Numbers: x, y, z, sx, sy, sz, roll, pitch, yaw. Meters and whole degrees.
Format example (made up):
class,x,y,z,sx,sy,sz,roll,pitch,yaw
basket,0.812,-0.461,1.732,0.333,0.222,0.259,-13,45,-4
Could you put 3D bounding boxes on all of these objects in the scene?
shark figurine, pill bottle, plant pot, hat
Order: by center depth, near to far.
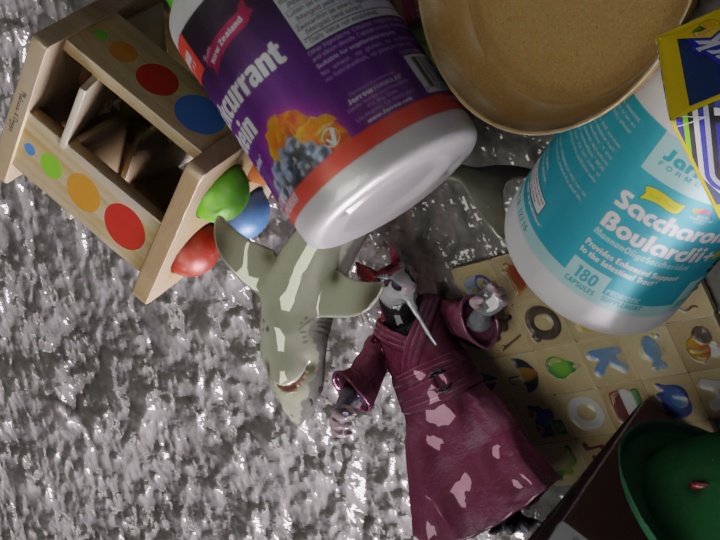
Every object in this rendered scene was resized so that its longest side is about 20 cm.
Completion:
class,x,y,z,sx,sy,sz,roll,pitch,yaw
plant pot,0.101,-0.165,0.750,0.200,0.027,0.201,-4,85,51
pill bottle,0.162,-0.065,0.787,0.111,0.111,0.200,39,135,10
hat,0.262,0.097,0.802,0.200,0.166,0.176,45,121,19
pill bottle,-0.035,-0.122,0.837,0.200,0.111,0.111,56,136,11
shark figurine,0.004,-0.022,0.930,0.214,0.089,0.128,-43,79,20

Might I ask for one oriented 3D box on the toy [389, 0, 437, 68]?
class,x,y,z,sx,sy,sz,roll,pitch,yaw
toy,0.037,-0.147,0.875,0.200,0.047,0.115,-20,103,43

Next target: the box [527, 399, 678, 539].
class,x,y,z,sx,sy,sz,roll,pitch,yaw
box,0.163,0.226,0.933,0.166,0.164,0.200,37,135,9

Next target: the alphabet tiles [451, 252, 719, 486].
class,x,y,z,sx,sy,sz,roll,pitch,yaw
alphabet tiles,0.142,0.058,0.957,0.200,0.006,0.167,-15,107,42

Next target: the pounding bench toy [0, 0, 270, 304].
class,x,y,z,sx,sy,sz,roll,pitch,yaw
pounding bench toy,-0.114,-0.105,0.963,0.156,0.124,0.200,39,134,10

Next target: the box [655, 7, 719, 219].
class,x,y,z,sx,sy,sz,roll,pitch,yaw
box,0.202,-0.025,0.696,0.064,0.070,0.200,-22,125,21

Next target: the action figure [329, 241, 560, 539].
class,x,y,z,sx,sy,sz,roll,pitch,yaw
action figure,0.058,0.074,0.982,0.134,0.149,0.200,-23,83,15
